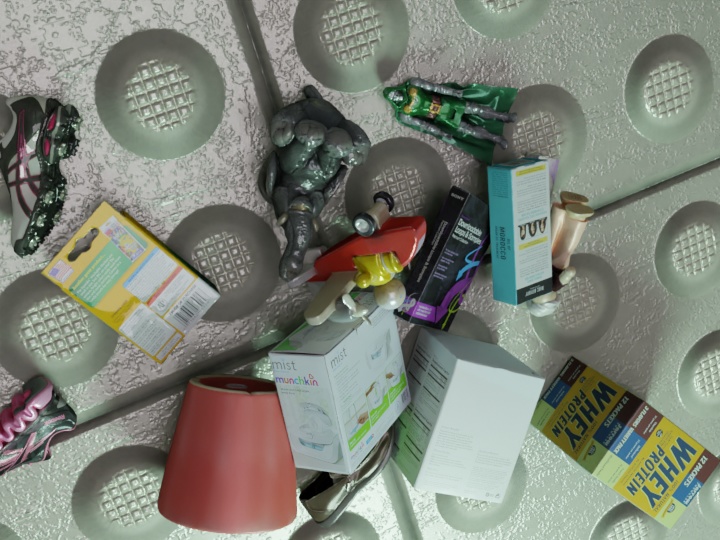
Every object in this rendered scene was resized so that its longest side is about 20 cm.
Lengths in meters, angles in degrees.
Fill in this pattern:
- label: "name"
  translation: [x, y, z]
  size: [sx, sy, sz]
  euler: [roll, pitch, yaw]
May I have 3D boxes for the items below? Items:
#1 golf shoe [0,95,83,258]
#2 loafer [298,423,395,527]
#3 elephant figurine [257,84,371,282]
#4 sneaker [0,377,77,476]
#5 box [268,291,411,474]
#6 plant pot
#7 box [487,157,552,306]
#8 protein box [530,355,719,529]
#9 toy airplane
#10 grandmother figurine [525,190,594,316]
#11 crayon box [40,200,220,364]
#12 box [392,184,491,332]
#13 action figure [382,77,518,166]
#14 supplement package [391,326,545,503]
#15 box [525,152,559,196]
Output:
- label: "golf shoe"
  translation: [-0.412, -0.118, 1.062]
  size: [0.087, 0.077, 0.202]
  euler: [16, 96, -1]
- label: "loafer"
  translation: [-0.021, 0.297, 1.287]
  size: [0.071, 0.073, 0.201]
  euler: [36, 91, -24]
- label: "elephant figurine"
  translation: [-0.081, -0.117, 1.134]
  size: [0.141, 0.155, 0.201]
  euler: [32, 123, 18]
- label: "sneaker"
  translation: [-0.462, 0.240, 1.133]
  size: [0.200, 0.079, 0.095]
  euler: [-43, 124, -2]
- label: "box"
  translation: [-0.020, 0.149, 1.179]
  size: [0.200, 0.096, 0.178]
  euler: [-40, 122, -54]
- label: "plant pot"
  translation: [-0.175, 0.243, 1.169]
  size: [0.199, 0.200, 0.179]
  euler: [5, 91, -19]
- label: "box"
  translation: [0.233, -0.057, 1.239]
  size: [0.082, 0.049, 0.202]
  euler: [-16, 110, -35]
- label: "protein box"
  translation: [0.414, 0.270, 1.357]
  size: [0.198, 0.200, 0.135]
  euler: [36, 91, -23]
- label: "toy airplane"
  translation: [0.000, 0.000, 1.152]
  size: [0.200, 0.199, 0.141]
  euler: [-40, 100, -4]
- label: "grandmother figurine"
  translation: [0.297, -0.019, 1.294]
  size: [0.060, 0.122, 0.201]
  euler: [13, 121, 2]
- label: "crayon box"
  translation: [-0.303, 0.013, 1.133]
  size: [0.200, 0.052, 0.126]
  euler: [43, 88, -23]
- label: "box"
  translation: [0.131, -0.012, 1.237]
  size: [0.143, 0.036, 0.201]
  euler: [17, 98, -60]
- label: "action figure"
  translation: [0.123, -0.227, 1.215]
  size: [0.198, 0.055, 0.119]
  euler: [12, 103, -17]
- label: "supplement package"
  translation: [0.150, 0.215, 1.282]
  size: [0.151, 0.151, 0.202]
  euler: [14, 99, -20]
- label: "box"
  translation: [0.257, -0.078, 1.302]
  size: [0.038, 0.041, 0.202]
  euler: [7, 102, -20]
